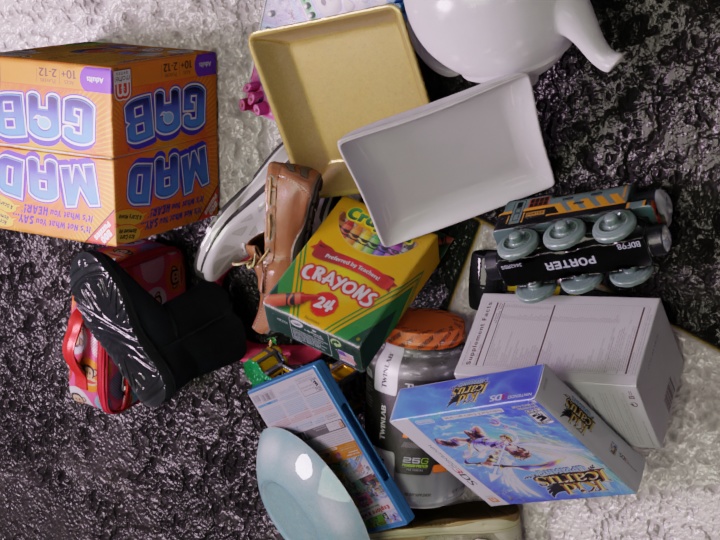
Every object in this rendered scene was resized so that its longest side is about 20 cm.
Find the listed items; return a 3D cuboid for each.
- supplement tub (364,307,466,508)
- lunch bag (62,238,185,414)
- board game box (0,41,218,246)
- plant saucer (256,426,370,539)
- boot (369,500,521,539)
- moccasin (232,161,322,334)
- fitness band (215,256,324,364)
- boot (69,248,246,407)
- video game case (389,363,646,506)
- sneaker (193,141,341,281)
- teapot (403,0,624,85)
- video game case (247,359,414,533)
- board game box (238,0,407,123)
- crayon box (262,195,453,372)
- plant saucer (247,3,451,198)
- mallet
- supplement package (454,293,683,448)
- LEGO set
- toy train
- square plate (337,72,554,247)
[{"bbox_3d":[0.065,0.151,1.590,0.121,0.122,0.202,10,108,28],"label":"supplement tub"},{"bbox_3d":[-0.295,0.068,1.750,0.081,0.176,0.202,15,111,30],"label":"lunch bag"},{"bbox_3d":[-0.305,-0.157,1.686,0.198,0.199,0.202,9,106,29],"label":"board game box"},{"bbox_3d":[-0.065,0.273,1.616,0.201,0.039,0.202,39,146,32],"label":"plant saucer"},{"bbox_3d":[0.094,0.350,1.637,0.198,0.072,0.157,-7,102,12],"label":"boot"},{"bbox_3d":[-0.097,-0.023,1.585,0.077,0.074,0.203,14,120,5],"label":"moccasin"},{"bbox_3d":[-0.109,0.041,1.719,0.198,0.037,0.145,0,105,31],"label":"fitness band"},{"bbox_3d":[-0.233,0.045,1.673,0.076,0.168,0.201,-32,90,38],"label":"boot"},{"bbox_3d":[0.160,0.175,1.465,0.199,0.046,0.181,-15,135,45],"label":"video game case"},{"bbox_3d":[-0.098,-0.044,1.640,0.115,0.076,0.201,42,97,14],"label":"sneaker"},{"bbox_3d":[0.141,-0.251,1.423,0.195,0.201,0.147,-18,116,7],"label":"teapot"},{"bbox_3d":[-0.035,0.202,1.583,0.143,0.018,0.201,-24,97,50],"label":"video game case"},{"bbox_3d":[-0.038,-0.243,1.610,0.199,0.026,0.202,24,114,23],"label":"board game box"},{"bbox_3d":[0.000,0.000,1.553,0.126,0.201,0.051,22,148,23],"label":"crayon box"},{"bbox_3d":[-0.004,-0.185,1.537,0.198,0.048,0.202,-4,117,34],"label":"plant saucer"},{"bbox_3d":[0.206,0.032,1.530,0.198,0.041,0.067,17,109,22],"label":"mallet"},{"bbox_3d":[0.216,0.101,1.473,0.198,0.114,0.110,2,140,31],"label":"supplement package"},{"bbox_3d":[-0.046,0.166,1.684,0.153,0.115,0.202,13,123,46],"label":"LEGO set"},{"bbox_3d":[0.223,-0.035,1.455,0.198,0.114,0.086,-10,125,29],"label":"toy train"},{"bbox_3d":[0.090,-0.114,1.450,0.196,0.200,0.029,-20,57,4],"label":"square plate"}]
